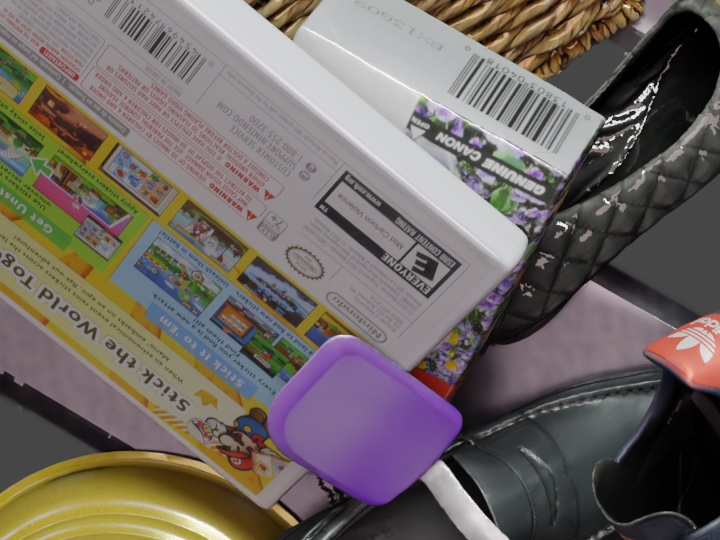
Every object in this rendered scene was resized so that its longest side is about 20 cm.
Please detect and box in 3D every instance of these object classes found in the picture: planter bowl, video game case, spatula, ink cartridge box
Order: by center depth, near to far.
[{"bbox_3d":[-0.065,-0.021,0.851,0.200,0.023,0.182,39,134,-5],"label":"video game case"},{"bbox_3d":[0.051,0.100,0.855,0.200,0.021,0.057,41,113,-6],"label":"spatula"},{"bbox_3d":[0.000,0.000,0.883,0.109,0.050,0.200,30,129,5],"label":"ink cartridge box"},{"bbox_3d":[-0.098,0.176,0.937,0.199,0.083,0.202,0,92,8],"label":"planter bowl"}]

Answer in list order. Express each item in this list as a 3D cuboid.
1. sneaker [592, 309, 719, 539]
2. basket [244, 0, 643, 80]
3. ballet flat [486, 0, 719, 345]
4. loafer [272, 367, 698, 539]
[{"bbox_3d":[0.123,0.106,0.877,0.084,0.075,0.201,-10,113,-32],"label":"sneaker"},{"bbox_3d":[-0.015,-0.134,0.925,0.199,0.149,0.143,-32,55,8],"label":"basket"},{"bbox_3d":[0.098,-0.051,0.906,0.200,0.067,0.057,-47,127,9],"label":"ballet flat"},{"bbox_3d":[0.054,0.093,0.906,0.200,0.070,0.068,-23,86,-6],"label":"loafer"}]
